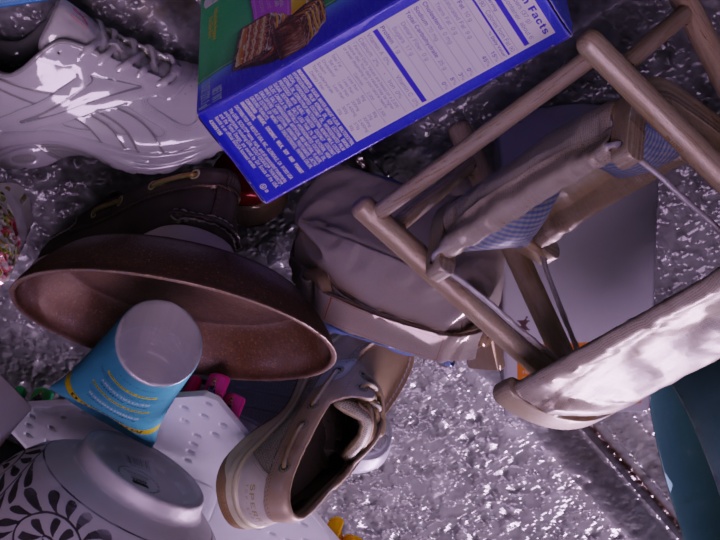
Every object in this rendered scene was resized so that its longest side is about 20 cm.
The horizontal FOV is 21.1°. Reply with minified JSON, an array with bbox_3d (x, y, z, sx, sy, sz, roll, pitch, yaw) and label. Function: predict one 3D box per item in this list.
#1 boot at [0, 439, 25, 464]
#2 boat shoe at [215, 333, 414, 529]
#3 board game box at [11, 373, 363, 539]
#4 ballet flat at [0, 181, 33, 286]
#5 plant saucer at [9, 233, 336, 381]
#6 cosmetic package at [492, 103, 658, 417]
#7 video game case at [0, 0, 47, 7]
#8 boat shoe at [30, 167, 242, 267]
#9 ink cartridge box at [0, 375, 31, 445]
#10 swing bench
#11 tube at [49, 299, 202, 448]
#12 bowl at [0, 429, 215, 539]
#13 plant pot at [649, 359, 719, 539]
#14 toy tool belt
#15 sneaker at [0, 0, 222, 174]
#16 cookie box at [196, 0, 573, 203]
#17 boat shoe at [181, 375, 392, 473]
[{"bbox_3d":[-0.276,0.214,1.423,0.173,0.069,0.200,-29,117,25],"label":"boot"},{"bbox_3d":[-0.013,0.098,1.255,0.065,0.200,0.073,-2,119,39],"label":"boat shoe"},{"bbox_3d":[-0.123,0.143,1.331,0.199,0.026,0.200,-5,136,35],"label":"board game box"},{"bbox_3d":[-0.236,-0.037,1.174,0.063,0.200,0.076,-14,111,-25],"label":"ballet flat"},{"bbox_3d":[-0.109,0.020,1.161,0.198,0.037,0.201,10,162,3],"label":"plant saucer"},{"bbox_3d":[0.139,-0.004,1.257,0.100,0.072,0.201,-3,125,2],"label":"cosmetic package"},{"bbox_3d":[-0.203,-0.247,1.115,0.142,0.018,0.201,-8,125,5],"label":"video game case"},{"bbox_3d":[-0.142,-0.020,1.222,0.072,0.060,0.199,28,155,-31],"label":"boat shoe"},{"bbox_3d":[-0.348,0.131,1.279,0.145,0.147,0.200,42,119,1],"label":"ink cartridge box"},{"bbox_3d":[0.141,-0.022,1.071,0.199,0.130,0.201,-35,93,42],"label":"swing bench"},{"bbox_3d":[-0.141,0.067,1.177,0.077,0.051,0.200,35,157,-4],"label":"tube"},{"bbox_3d":[-0.160,0.166,1.249,0.200,0.201,0.095,29,101,-19],"label":"bowl"},{"bbox_3d":[0.300,0.138,1.291,0.160,0.201,0.202,-16,125,-2],"label":"plant pot"},{"bbox_3d":[0.000,0.000,1.225,0.199,0.125,0.123,19,144,17],"label":"toy tool belt"},{"bbox_3d":[-0.157,-0.116,1.175,0.198,0.078,0.100,-3,123,1],"label":"sneaker"},{"bbox_3d":[0.009,-0.155,1.090,0.199,0.172,0.075,-28,124,17],"label":"cookie box"},{"bbox_3d":[-0.077,0.103,1.344,0.198,0.072,0.062,15,140,0],"label":"boat shoe"}]
